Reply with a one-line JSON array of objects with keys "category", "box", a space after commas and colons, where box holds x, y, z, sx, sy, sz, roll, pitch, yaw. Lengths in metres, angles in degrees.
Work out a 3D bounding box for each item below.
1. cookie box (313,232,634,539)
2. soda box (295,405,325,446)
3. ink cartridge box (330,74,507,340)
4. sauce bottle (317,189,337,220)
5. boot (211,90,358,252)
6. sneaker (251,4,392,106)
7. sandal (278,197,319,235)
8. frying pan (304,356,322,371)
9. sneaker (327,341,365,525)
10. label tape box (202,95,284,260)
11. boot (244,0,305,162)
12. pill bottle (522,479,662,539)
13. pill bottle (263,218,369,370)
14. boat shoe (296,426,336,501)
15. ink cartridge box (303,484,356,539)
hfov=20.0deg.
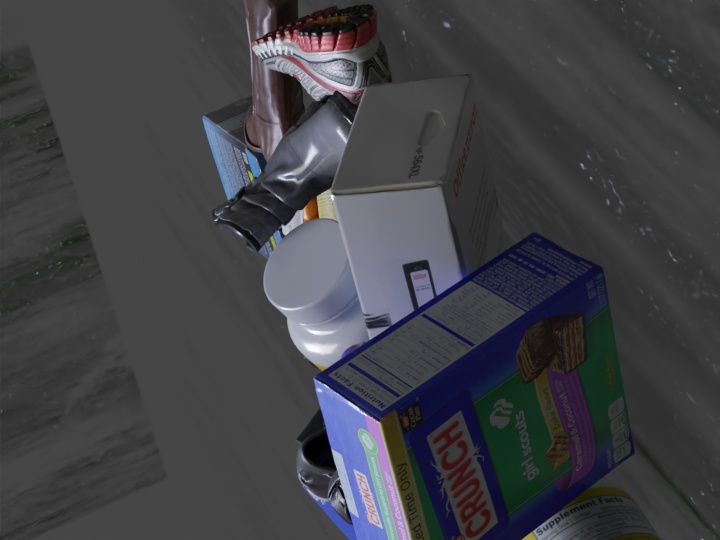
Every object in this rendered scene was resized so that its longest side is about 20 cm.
[{"category": "cookie box", "box": [0.081, 0.100, 1.374, 0.075, 0.200, 0.171, 29, 143, 45]}, {"category": "soda box", "box": [0.030, 0.175, 1.881, 0.200, 0.071, 0.063, 22, 160, 52]}, {"category": "ink cartridge box", "box": [0.049, -0.018, 1.450, 0.146, 0.084, 0.200, -74, -26, -52]}, {"category": "sauce bottle", "box": [0.000, 0.000, 1.744, 0.066, 0.066, 0.200, 170, 96, -77]}, {"category": "boot", "box": [-0.046, -0.066, 1.571, 0.070, 0.132, 0.200, 44, 172, -6]}, {"category": "sneaker", "box": [-0.031, -0.166, 1.664, 0.082, 0.078, 0.200, 69, 167, -14]}, {"category": "sandal", "box": [-0.044, -0.029, 1.791, 0.059, 0.079, 0.207, -9, 76, 39]}, {"category": "frying pan", "box": [-0.019, 0.086, 1.819, 0.115, 0.031, 0.190, 24, 172, 43]}, {"category": "sneaker", "box": [0.012, 0.148, 1.535, 0.200, 0.099, 0.070, 61, -153, -26]}, {"category": "label tape box", "box": [-0.086, -0.082, 2.058, 0.200, 0.063, 0.144, 38, 148, 64]}, {"category": "boot", "box": [-0.082, -0.196, 1.868, 0.186, 0.064, 0.200, -120, 19, -60]}, {"category": "pill bottle", "box": [0.167, 0.222, 1.455, 0.200, 0.114, 0.114, 56, 163, 40]}, {"category": "pill bottle", "box": [0.011, 0.043, 1.619, 0.200, 0.111, 0.111, 42, -172, -44]}, {"category": "boat shoe", "box": [0.048, 0.142, 1.604, 0.057, 0.200, 0.067, 75, -173, -61]}, {"category": "ink cartridge box", "box": [0.005, 0.184, 1.761, 0.094, 0.044, 0.200, 47, 162, 9]}]
